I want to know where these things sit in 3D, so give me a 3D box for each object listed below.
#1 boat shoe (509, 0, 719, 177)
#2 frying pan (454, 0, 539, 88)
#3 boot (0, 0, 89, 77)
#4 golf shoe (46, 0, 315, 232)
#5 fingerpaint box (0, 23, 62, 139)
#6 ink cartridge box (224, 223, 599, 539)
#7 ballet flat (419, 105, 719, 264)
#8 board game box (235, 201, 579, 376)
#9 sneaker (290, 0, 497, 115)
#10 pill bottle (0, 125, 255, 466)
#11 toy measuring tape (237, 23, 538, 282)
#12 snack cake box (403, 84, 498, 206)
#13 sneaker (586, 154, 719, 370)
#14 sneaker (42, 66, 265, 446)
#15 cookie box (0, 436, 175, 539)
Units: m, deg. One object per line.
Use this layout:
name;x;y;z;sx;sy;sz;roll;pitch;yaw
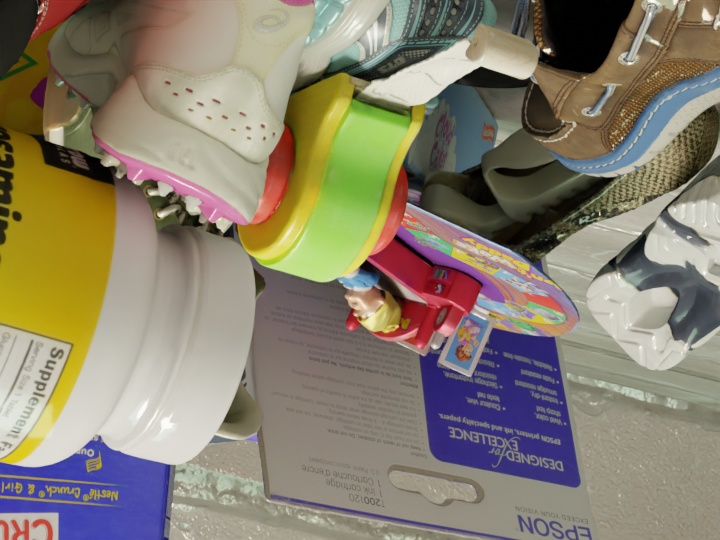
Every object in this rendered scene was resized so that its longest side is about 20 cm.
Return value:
boat shoe;0.095;-0.090;0.729;0.072;0.073;0.200;19;163;-14
frying pan;0.007;-0.112;0.881;0.189;0.031;0.115;10;171;6
boot;-0.139;-0.099;0.685;0.073;0.144;0.200;56;152;-17
golf shoe;-0.061;-0.083;0.736;0.075;0.092;0.200;24;-170;-25
fingerpaint box;-0.202;-0.087;1.027;0.166;0.074;0.200;6;171;10
ink cartridge box;0.020;0.055;1.023;0.197;0.201;0.043;14;138;-27
ballet flat;0.076;-0.038;0.954;0.200;0.068;0.075;-31;149;35
board game box;0.000;0.000;0.902;0.199;0.039;0.158;24;169;3
sneaker;-0.008;-0.086;0.810;0.086;0.078;0.200;24;170;-14
pill bottle;-0.142;0.003;0.688;0.199;0.113;0.112;18;173;-26
toy measuring tape;0.000;-0.036;0.744;0.073;0.074;0.200;15;166;-26
snack cake box;-0.002;-0.076;1.043;0.115;0.067;0.200;12;175;14
sneaker;0.197;-0.029;0.936;0.079;0.130;0.199;45;155;4
sneaker;-0.081;-0.009;0.883;0.090;0.201;0.067;11;-151;23
cookie box;-0.172;0.052;0.991;0.170;0.201;0.075;5;171;0
